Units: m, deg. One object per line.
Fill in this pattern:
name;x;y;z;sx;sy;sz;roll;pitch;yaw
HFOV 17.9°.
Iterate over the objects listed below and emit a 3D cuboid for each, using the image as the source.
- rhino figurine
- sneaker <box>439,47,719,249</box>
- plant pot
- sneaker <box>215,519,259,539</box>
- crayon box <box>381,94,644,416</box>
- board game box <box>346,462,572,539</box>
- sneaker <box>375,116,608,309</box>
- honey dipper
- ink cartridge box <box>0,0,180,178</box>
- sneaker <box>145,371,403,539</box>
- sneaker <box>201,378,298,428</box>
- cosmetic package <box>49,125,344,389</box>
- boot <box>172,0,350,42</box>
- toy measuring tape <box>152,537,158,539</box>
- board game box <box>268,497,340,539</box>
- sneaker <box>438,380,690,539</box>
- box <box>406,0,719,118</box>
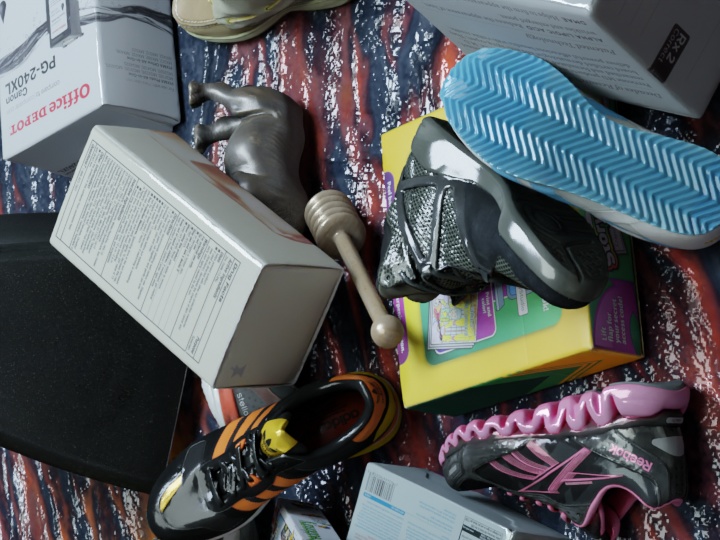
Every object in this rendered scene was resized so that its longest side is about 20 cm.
rhino figurine;-0.082;-0.054;1.697;0.087;0.060;0.201;-5;62;2
sneaker;0.138;-0.069;1.415;0.200;0.081;0.077;30;84;16
plant pot;-0.260;0.051;1.797;0.200;0.177;0.200;15;94;55
sneaker;-0.105;0.235;1.693;0.074;0.079;0.201;11;106;27
crayon box;0.098;-0.020;1.521;0.172;0.058;0.201;-20;67;42
board game box;0.045;0.247;1.523;0.147;0.064;0.201;22;97;48
sneaker;0.079;-0.007;1.444;0.199;0.076;0.114;43;114;46
honey dipper;0.000;0.000;1.591;0.038;0.038;0.200;-63;24;18
ink cartridge box;-0.230;-0.196;1.898;0.145;0.083;0.201;-23;65;43
sneaker;-0.068;0.125;1.587;0.200;0.090;0.070;-28;76;3
sneaker;-0.077;0.031;1.712;0.082;0.077;0.200;-15;59;11
cosmetic package;-0.118;-0.011;1.611;0.200;0.087;0.104;40;114;35
boot;-0.114;-0.230;1.724;0.200;0.154;0.072;-8;76;46
toy measuring tape;-0.186;0.289;1.758;0.074;0.073;0.200;38;108;45
board game box;-0.046;0.234;1.570;0.200;0.035;0.127;-160;82;-83
sneaker;0.130;0.130;1.454;0.200;0.079;0.096;-19;80;46
box;0.150;-0.222;1.413;0.200;0.131;0.199;18;77;47
